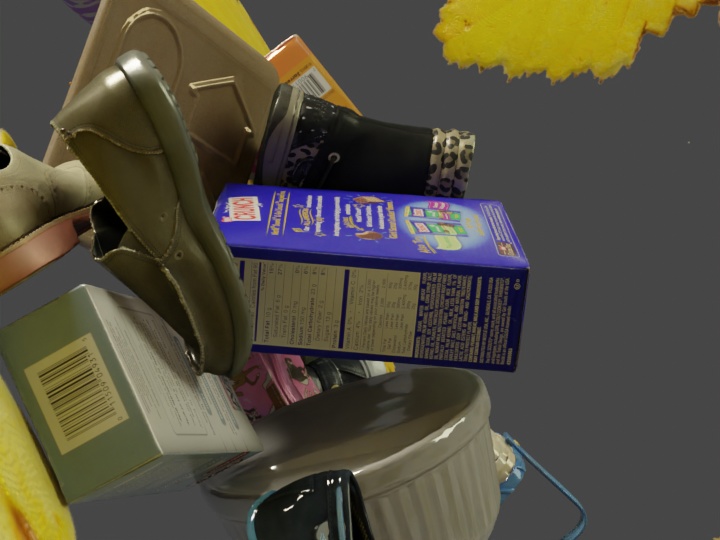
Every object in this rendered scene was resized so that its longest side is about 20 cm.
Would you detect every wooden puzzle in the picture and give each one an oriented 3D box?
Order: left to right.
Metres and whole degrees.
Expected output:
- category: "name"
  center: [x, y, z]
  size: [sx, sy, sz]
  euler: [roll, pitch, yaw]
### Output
- category: "wooden puzzle"
  center: [-0.143, -0.094, 1.019]
  size: [0.185, 0.046, 0.201]
  euler: [33, 66, -52]

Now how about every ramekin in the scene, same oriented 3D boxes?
- category: "ramekin"
  center: [0.001, 0.145, 0.971]
  size: [0.202, 0.201, 0.095]
  euler: [-82, 155, -78]

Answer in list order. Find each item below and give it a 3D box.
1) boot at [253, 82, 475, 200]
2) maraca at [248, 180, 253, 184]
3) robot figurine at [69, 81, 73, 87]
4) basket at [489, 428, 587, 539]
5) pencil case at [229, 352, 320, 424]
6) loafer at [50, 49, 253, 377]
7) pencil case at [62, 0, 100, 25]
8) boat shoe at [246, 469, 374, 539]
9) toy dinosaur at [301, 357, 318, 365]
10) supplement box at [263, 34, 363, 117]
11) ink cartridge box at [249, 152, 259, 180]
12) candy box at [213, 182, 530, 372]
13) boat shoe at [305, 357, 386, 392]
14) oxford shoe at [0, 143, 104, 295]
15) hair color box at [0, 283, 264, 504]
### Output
- category: "boot"
  center: [-0.005, -0.038, 1.091]
  size: [0.074, 0.153, 0.204]
  euler: [-83, -176, -46]
- category: "maraca"
  center: [-0.104, -0.059, 1.328]
  size: [0.200, 0.106, 0.138]
  euler: [52, -28, 40]
- category: "robot figurine"
  center: [-0.174, -0.112, 1.196]
  size: [0.200, 0.058, 0.146]
  euler: [-55, 121, -82]
- category: "basket"
  center: [0.097, 0.224, 1.409]
  size: [0.200, 0.176, 0.139]
  euler: [50, 3, -8]
- category: "pencil case"
  center: [-0.049, 0.123, 1.104]
  size: [0.201, 0.086, 0.083]
  euler: [60, 22, -10]
- category: "loafer"
  center: [-0.114, -0.021, 0.798]
  size: [0.075, 0.069, 0.201]
  euler: [49, -21, 56]
- category: "pencil case"
  center: [-0.228, -0.257, 1.314]
  size: [0.085, 0.084, 0.200]
  euler: [23, -7, 18]
- category: "boat shoe"
  center: [0.008, 0.194, 0.740]
  size: [0.201, 0.068, 0.084]
  euler: [62, 9, 10]
- category: "toy dinosaur"
  center: [-0.061, 0.050, 1.231]
  size: [0.102, 0.077, 0.201]
  euler: [-119, -141, -47]
- category: "supplement box"
  center: [-0.012, -0.087, 1.173]
  size: [0.200, 0.069, 0.067]
  euler: [53, -1, 3]
- category: "ink cartridge box"
  center: [-0.144, -0.175, 1.196]
  size: [0.200, 0.042, 0.119]
  euler: [51, -3, 33]
- category: "candy box"
  center: [0.000, 0.000, 0.964]
  size: [0.169, 0.199, 0.078]
  euler: [-91, -174, -74]
- category: "boat shoe"
  center: [-0.027, 0.160, 1.220]
  size: [0.071, 0.090, 0.201]
  euler: [27, -53, 54]
- category: "oxford shoe"
  center: [-0.184, -0.044, 0.821]
  size: [0.074, 0.071, 0.200]
  euler: [58, 7, -11]
- category: "hair color box"
  center: [-0.125, 0.073, 0.840]
  size: [0.099, 0.060, 0.200]
  euler: [63, 8, 11]
